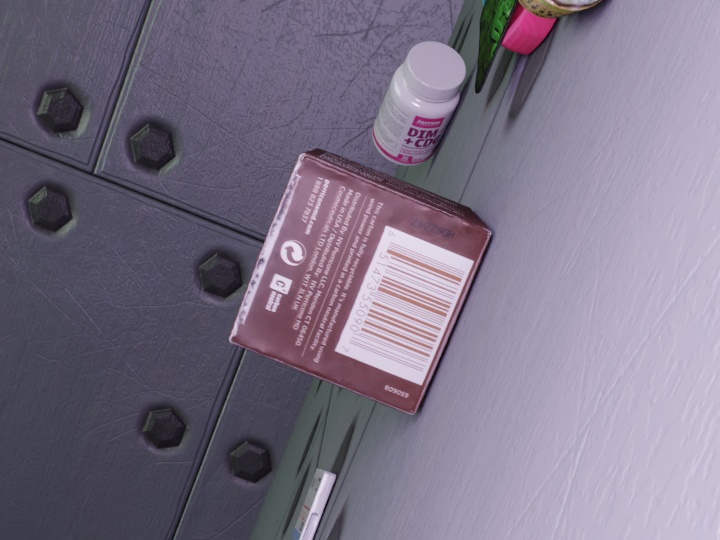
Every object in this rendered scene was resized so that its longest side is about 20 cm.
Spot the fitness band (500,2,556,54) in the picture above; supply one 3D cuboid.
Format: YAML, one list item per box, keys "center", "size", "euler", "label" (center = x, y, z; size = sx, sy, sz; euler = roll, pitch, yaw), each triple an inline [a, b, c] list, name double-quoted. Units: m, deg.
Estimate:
- center: [0.175, -0.280, 1.029]
  size: [0.200, 0.037, 0.144]
  euler: [150, 141, -88]
  label: "fitness band"

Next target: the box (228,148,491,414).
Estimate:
- center: [0.000, 0.000, 0.946]
  size: [0.200, 0.164, 0.166]
  euler: [-87, 18, -82]
  label: "box"

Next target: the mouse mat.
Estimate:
- center: [0.149, -0.292, 1.127]
  size: [0.200, 0.008, 0.161]
  euler: [-81, 9, -51]
  label: "mouse mat"

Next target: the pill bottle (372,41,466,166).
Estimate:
- center: [0.094, -0.267, 1.760]
  size: [0.200, 0.113, 0.113]
  euler: [114, 176, -58]
  label: "pill bottle"

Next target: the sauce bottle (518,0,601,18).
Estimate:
- center: [0.148, -0.221, 0.819]
  size: [0.200, 0.065, 0.065]
  euler: [-73, 5, -81]
  label: "sauce bottle"

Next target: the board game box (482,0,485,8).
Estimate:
- center: [0.191, -0.394, 1.258]
  size: [0.152, 0.045, 0.200]
  euler: [-83, 9, -60]
  label: "board game box"

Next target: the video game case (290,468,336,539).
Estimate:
- center: [-0.079, 0.351, 1.396]
  size: [0.143, 0.018, 0.200]
  euler: [127, 165, -79]
  label: "video game case"
